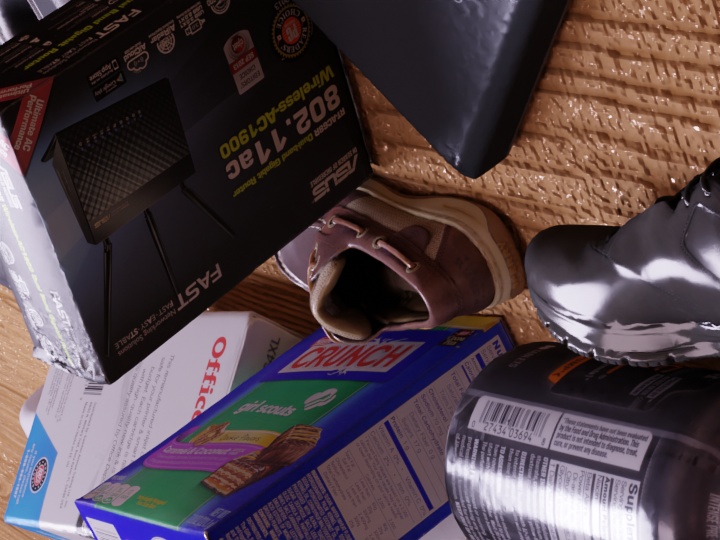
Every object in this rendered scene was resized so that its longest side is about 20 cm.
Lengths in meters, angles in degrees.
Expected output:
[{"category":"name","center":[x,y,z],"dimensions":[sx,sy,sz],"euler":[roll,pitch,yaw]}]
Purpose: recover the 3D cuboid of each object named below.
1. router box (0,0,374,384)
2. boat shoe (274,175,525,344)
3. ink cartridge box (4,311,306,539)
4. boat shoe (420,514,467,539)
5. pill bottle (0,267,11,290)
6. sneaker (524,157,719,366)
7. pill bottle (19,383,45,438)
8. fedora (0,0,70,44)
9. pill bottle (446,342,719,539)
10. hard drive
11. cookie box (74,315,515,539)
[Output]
[{"category":"router box","center":[-0.093,-0.064,0.885],"dimensions":[0.062,0.200,0.151],"euler":[17,136,42]},{"category":"boat shoe","center":[0.000,0.000,0.950],"dimensions":[0.199,0.072,0.073],"euler":[12,131,55]},{"category":"ink cartridge box","center":[-0.120,0.106,1.144],"dimensions":[0.084,0.147,0.199],"euler":[28,161,-39]},{"category":"boat shoe","center":[0.045,0.186,1.109],"dimensions":[0.200,0.092,0.075],"euler":[-51,47,38]},{"category":"pill bottle","center":[-0.217,-0.035,1.244],"dimensions":[0.199,0.106,0.107],"euler":[23,140,49]},{"category":"sneaker","center":[0.141,-0.007,0.718],"dimensions":[0.199,0.076,0.092],"euler":[11,120,48]},{"category":"pill bottle","center":[-0.164,0.165,1.381],"dimensions":[0.112,0.112,0.201],"euler":[0,121,60]},{"category":"fedora","center":[-0.139,-0.145,0.991],"dimensions":[0.201,0.091,0.201],"euler":[50,161,24]},{"category":"pill bottle","center":[0.132,0.094,0.776],"dimensions":[0.199,0.106,0.107],"euler":[8,128,57]},{"category":"hard drive","center":[0.029,-0.144,0.776],"dimensions":[0.140,0.033,0.200],"euler":[47,153,17]},{"category":"cookie box","center":[-0.026,0.103,0.970],"dimensions":[0.171,0.199,0.076],"euler":[-2,119,59]}]
